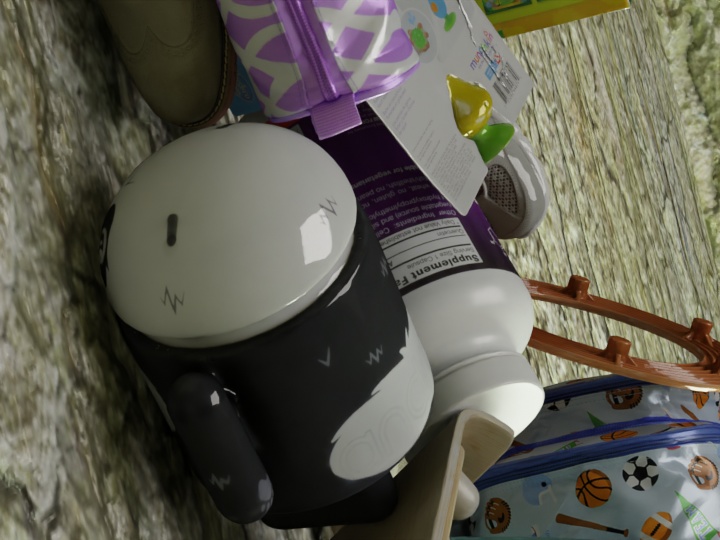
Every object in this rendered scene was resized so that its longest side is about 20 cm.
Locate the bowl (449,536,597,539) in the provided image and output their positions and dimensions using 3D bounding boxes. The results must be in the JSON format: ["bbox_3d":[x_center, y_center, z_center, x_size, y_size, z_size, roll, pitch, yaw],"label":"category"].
[{"bbox_3d":[0.057,0.218,1.293,0.200,0.105,0.202,-19,117,-41],"label":"bowl"}]

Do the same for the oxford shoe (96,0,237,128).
[{"bbox_3d":[-0.115,-0.154,1.152,0.074,0.071,0.201,-34,107,-55],"label":"oxford shoe"}]

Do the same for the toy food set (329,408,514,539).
[{"bbox_3d":[0.013,0.164,1.168,0.060,0.144,0.200,40,25,-10],"label":"toy food set"}]

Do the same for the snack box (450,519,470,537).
[{"bbox_3d":[0.054,0.219,1.471,0.200,0.053,0.143,-14,90,-76],"label":"snack box"}]

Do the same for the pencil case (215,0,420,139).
[{"bbox_3d":[-0.040,-0.163,1.124,0.086,0.084,0.201,-102,168,-77],"label":"pencil case"}]

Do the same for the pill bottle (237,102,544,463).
[{"bbox_3d":[0.015,-0.001,1.283,0.201,0.112,0.112,61,7,26],"label":"pill bottle"}]

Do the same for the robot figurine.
[{"bbox_3d":[-0.042,0.028,1.142,0.150,0.124,0.201,47,-15,52],"label":"robot figurine"}]

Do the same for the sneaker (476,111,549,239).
[{"bbox_3d":[0.024,-0.080,1.502,0.200,0.075,0.082,40,40,-7],"label":"sneaker"}]

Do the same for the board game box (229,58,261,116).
[{"bbox_3d":[-0.044,-0.199,1.284,0.153,0.040,0.200,57,43,-26],"label":"board game box"}]

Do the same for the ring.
[{"bbox_3d":[0.135,0.028,1.456,0.200,0.200,0.019,-28,135,-75],"label":"ring"}]

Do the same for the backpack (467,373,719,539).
[{"bbox_3d":[0.149,0.135,1.456,0.190,0.199,0.155,1,69,-69],"label":"backpack"}]

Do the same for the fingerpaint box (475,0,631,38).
[{"bbox_3d":[0.049,-0.222,1.533,0.073,0.199,0.168,-72,146,-65],"label":"fingerpaint box"}]

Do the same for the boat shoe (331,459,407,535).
[{"bbox_3d":[0.022,0.101,1.425,0.200,0.072,0.065,-35,117,-68],"label":"boat shoe"}]

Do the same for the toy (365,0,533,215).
[{"bbox_3d":[-0.001,-0.128,1.243,0.200,0.047,0.115,48,43,-18],"label":"toy"}]
